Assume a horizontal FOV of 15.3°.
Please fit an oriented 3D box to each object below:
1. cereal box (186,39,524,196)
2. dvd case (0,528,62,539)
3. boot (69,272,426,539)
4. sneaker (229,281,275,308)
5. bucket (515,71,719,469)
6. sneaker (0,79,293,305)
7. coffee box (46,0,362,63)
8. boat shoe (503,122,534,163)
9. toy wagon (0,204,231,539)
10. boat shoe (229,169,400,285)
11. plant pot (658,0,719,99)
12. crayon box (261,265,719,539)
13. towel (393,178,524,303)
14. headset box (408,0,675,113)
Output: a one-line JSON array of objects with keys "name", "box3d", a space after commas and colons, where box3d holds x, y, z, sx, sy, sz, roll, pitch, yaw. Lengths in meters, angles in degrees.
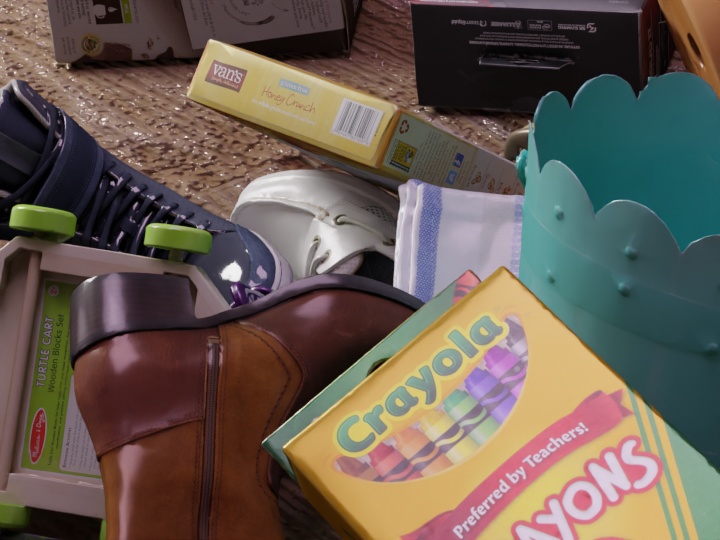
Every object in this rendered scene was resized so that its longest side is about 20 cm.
[{"name": "cereal box", "box3d": [0.019, -0.064, 1.461, 0.143, 0.040, 0.200, 21, -1, 39]}, {"name": "dvd case", "box3d": [-0.148, 0.173, 1.220, 0.199, 0.018, 0.143, 8, 33, 22]}, {"name": "boot", "box3d": [-0.035, 0.099, 1.199, 0.187, 0.068, 0.201, 7, 58, -29]}, {"name": "sneaker", "box3d": [-0.020, 0.041, 1.331, 0.199, 0.088, 0.075, -15, 29, 0]}, {"name": "bucket", "box3d": [0.163, 0.009, 1.200, 0.206, 0.135, 0.207, 9, 25, -4]}, {"name": "sneaker", "box3d": [-0.137, -0.029, 1.432, 0.202, 0.146, 0.077, 24, 79, 49]}, {"name": "coffee box", "box3d": [-0.102, -0.199, 1.790, 0.199, 0.080, 0.113, -2, 29, 9]}, {"name": "boat shoe", "box3d": [0.174, -0.054, 1.494, 0.199, 0.072, 0.067, 18, 39, 40]}, {"name": "toy wagon", "box3d": [-0.153, 0.048, 1.298, 0.199, 0.156, 0.040, 8, -3, 8]}, {"name": "boat shoe", "box3d": [0.000, 0.000, 1.436, 0.199, 0.071, 0.069, 18, 37, 33]}, {"name": "plant pot", "box3d": [0.255, -0.153, 1.550, 0.139, 0.201, 0.200, -24, 31, 1]}, {"name": "crayon box", "box3d": [0.058, 0.088, 1.101, 0.127, 0.051, 0.200, -40, 59, -11]}, {"name": "towel", "box3d": [0.110, 0.029, 1.314, 0.199, 0.024, 0.148, 8, 61, -1]}, {"name": "headset box", "box3d": [0.123, -0.167, 1.694, 0.148, 0.078, 0.200, 4, 30, 18]}]
